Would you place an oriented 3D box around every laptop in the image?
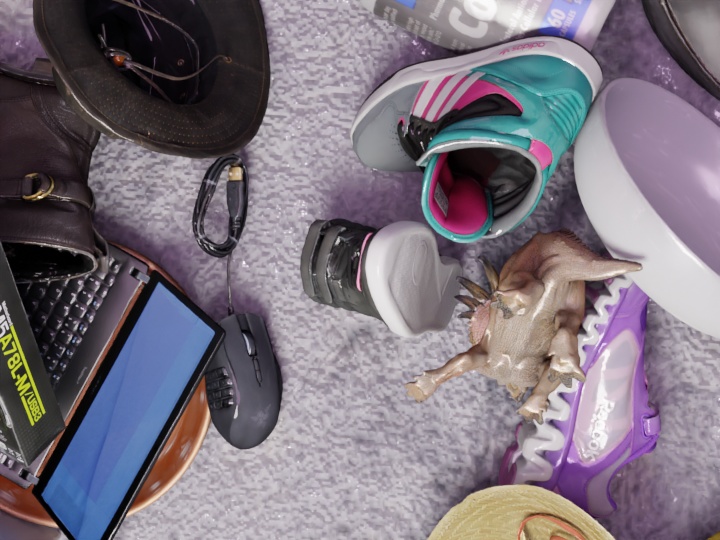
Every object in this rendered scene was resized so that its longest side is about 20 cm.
[{"bbox_3d":[-0.209,0.063,1.416,0.200,0.103,0.178,30,94,2],"label":"laptop"}]

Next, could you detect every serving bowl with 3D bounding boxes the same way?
[{"bbox_3d":[0.207,-0.028,1.380,0.200,0.200,0.066,45,119,0],"label":"serving bowl"}]

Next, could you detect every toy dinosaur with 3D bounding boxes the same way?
[{"bbox_3d":[0.109,0.021,1.374,0.086,0.136,0.200,32,133,-4],"label":"toy dinosaur"}]

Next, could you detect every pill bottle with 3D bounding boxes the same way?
[{"bbox_3d":[0.067,-0.201,1.408,0.200,0.114,0.114,26,95,2],"label":"pill bottle"}]

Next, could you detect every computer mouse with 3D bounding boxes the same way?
[{"bbox_3d":[-0.080,0.021,1.456,0.059,0.034,0.201,-9,95,-37],"label":"computer mouse"}]

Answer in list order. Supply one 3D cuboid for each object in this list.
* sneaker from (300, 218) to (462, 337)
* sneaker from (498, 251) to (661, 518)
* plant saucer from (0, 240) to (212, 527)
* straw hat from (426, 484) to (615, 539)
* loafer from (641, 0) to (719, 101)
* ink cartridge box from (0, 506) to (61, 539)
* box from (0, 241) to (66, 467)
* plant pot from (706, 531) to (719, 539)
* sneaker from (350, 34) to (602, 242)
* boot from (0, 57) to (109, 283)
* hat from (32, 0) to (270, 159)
[{"bbox_3d":[0.000,0.000,1.390,0.099,0.200,0.071,13,87,13],"label":"sneaker"},{"bbox_3d":[0.165,0.080,1.441,0.088,0.080,0.201,21,100,-3],"label":"sneaker"},{"bbox_3d":[-0.198,0.076,1.483,0.200,0.032,0.201,0,94,3],"label":"plant saucer"},{"bbox_3d":[0.137,0.221,1.436,0.201,0.085,0.202,15,115,34],"label":"straw hat"},{"bbox_3d":[0.215,-0.197,1.419,0.073,0.072,0.200,-31,92,4],"label":"loafer"},{"bbox_3d":[-0.285,0.259,1.443,0.083,0.145,0.200,23,95,1],"label":"ink cartridge box"},{"bbox_3d":[-0.288,0.014,1.357,0.200,0.193,0.048,26,56,28],"label":"box"},{"bbox_3d":[0.299,0.272,1.358,0.200,0.189,0.201,-2,98,-14],"label":"plant pot"},{"bbox_3d":[0.057,-0.070,1.375,0.200,0.121,0.084,-17,127,44],"label":"sneaker"},{"bbox_3d":[-0.255,-0.065,1.410,0.199,0.174,0.069,2,138,2],"label":"boot"},{"bbox_3d":[-0.151,-0.145,1.429,0.201,0.201,0.081,51,134,0],"label":"hat"}]
